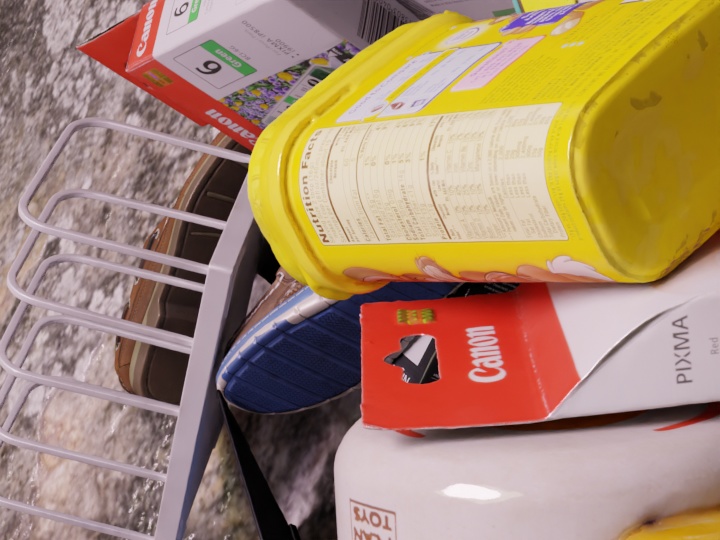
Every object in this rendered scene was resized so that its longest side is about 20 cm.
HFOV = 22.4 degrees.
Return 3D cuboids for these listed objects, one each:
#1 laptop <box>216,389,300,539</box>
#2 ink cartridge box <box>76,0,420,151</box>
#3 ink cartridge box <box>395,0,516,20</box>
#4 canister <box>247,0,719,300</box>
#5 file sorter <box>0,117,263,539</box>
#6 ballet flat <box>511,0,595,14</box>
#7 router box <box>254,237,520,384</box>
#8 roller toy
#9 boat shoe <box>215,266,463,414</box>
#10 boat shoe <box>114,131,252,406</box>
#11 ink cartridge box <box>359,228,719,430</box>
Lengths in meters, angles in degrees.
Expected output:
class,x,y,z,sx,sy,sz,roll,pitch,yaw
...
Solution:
class,x,y,z,sx,sy,sz,roll,pitch,yaw
laptop,-0.070,0.208,0.955,0.200,0.116,0.188,-47,39,24
ink cartridge box,-0.070,-0.118,1.045,0.200,0.109,0.051,-19,51,43
ink cartridge box,0.029,-0.201,0.986,0.145,0.200,0.088,2,72,52
canister,0.066,-0.054,0.753,0.148,0.087,0.200,-40,23,-31
file sorter,-0.133,0.033,1.026,0.139,0.124,0.201,-75,0,-59
ballet flat,0.123,-0.093,0.848,0.067,0.201,0.067,3,30,43
router box,0.028,-0.023,1.013,0.150,0.051,0.200,-62,36,9
roller toy,0.082,0.110,0.711,0.182,0.200,0.140,-3,97,15
boat shoe,0.000,0.000,0.943,0.200,0.072,0.073,-38,42,24
boat shoe,-0.110,-0.013,1.165,0.068,0.072,0.201,28,92,54
ink cartridge box,0.097,0.007,0.719,0.162,0.199,0.050,-90,-4,-74
